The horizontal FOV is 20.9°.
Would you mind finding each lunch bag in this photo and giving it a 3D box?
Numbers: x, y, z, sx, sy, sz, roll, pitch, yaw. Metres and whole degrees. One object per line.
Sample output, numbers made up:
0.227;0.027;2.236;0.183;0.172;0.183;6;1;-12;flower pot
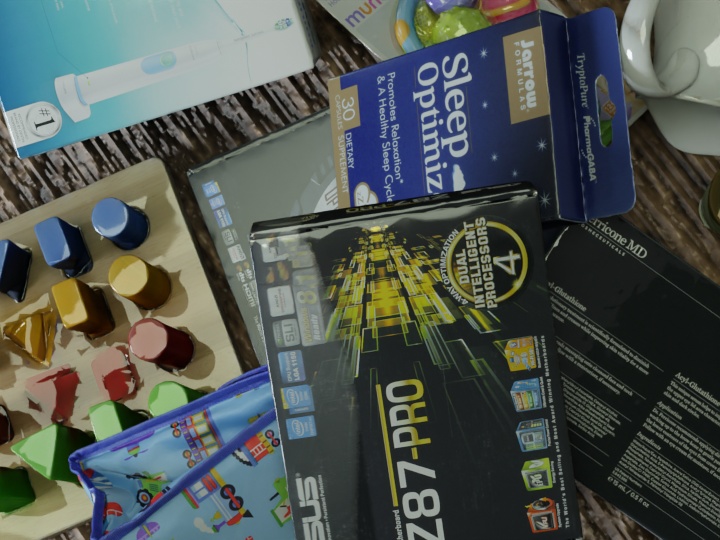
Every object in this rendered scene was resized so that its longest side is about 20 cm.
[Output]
-0.046;0.135;1.156;0.199;0.151;0.094;-30;34;-1;lunch bag

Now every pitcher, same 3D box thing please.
0.214;-0.182;1.158;0.120;0.171;0.202;12;85;32;pitcher

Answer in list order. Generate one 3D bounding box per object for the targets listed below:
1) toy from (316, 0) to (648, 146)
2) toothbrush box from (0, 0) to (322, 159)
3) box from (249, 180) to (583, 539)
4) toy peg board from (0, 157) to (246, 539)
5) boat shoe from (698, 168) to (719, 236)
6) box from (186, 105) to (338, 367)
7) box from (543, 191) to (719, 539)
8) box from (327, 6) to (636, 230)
0.083;-0.148;1.214;0.200;0.047;0.115;44;62;9;toy
-0.138;-0.172;1.229;0.198;0.085;0.148;-17;101;7;toothbrush box
0.031;0.061;1.076;0.159;0.049;0.202;-7;100;2;box
-0.187;0.050;1.220;0.198;0.098;0.201;-23;79;4;toy peg board
0.301;-0.007;1.183;0.199;0.063;0.074;22;80;5;boat shoe
0.000;0.000;1.226;0.159;0.044;0.202;-22;79;4;box
0.168;0.067;1.150;0.199;0.079;0.142;35;90;-5;box
0.065;-0.075;1.137;0.199;0.032;0.123;-13;77;39;box
